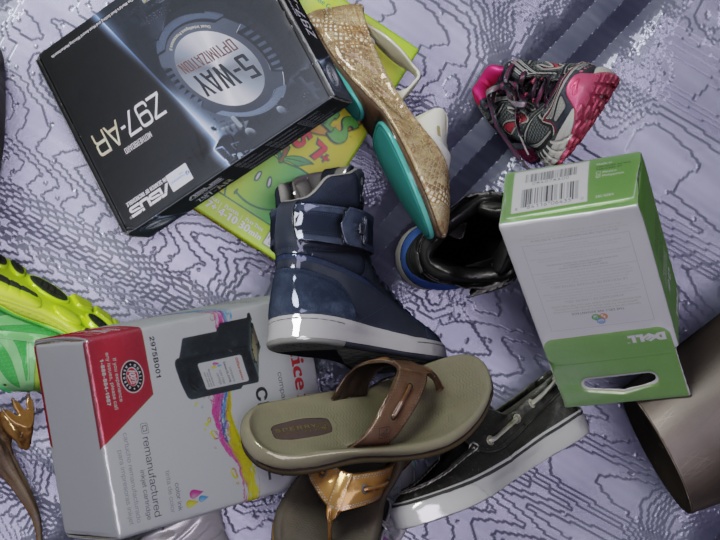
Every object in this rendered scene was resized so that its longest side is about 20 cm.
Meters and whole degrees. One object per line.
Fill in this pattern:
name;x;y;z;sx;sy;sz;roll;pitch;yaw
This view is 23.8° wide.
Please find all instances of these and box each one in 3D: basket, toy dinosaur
basket;0.319;0.095;1.357;0.199;0.136;0.182;-27;106;-3
toy dinosaur;-0.281;0.134;1.309;0.060;0.106;0.201;-39;91;-29

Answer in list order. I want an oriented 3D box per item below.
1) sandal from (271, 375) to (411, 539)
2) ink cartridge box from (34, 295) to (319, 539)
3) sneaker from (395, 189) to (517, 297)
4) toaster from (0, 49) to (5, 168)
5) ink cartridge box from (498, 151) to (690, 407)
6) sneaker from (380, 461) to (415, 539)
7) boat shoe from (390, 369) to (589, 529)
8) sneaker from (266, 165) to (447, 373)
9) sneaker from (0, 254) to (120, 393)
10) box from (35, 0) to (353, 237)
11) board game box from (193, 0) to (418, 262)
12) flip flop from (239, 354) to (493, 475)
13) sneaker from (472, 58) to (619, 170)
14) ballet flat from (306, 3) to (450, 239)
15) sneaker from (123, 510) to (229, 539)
sandal;-0.002;0.149;1.261;0.081;0.055;0.200;27;57;15
ink cartridge box;-0.128;0.104;1.273;0.199;0.082;0.147;-12;93;-39
sneaker;0.130;-0.031;1.339;0.198;0.111;0.078;-13;92;-8
toaster;-0.327;-0.098;1.268;0.112;0.129;0.202;6;90;-7
ink cartridge box;0.179;0.011;1.276;0.103;0.060;0.201;-8;132;19
sneaker;-0.005;0.227;1.306;0.077;0.140;0.202;24;88;-7
boat shoe;0.093;0.138;1.335;0.199;0.071;0.064;-26;92;-36
sneaker;0.001;0.000;1.308;0.076;0.202;0.148;-12;72;31
sneaker;-0.243;0.060;1.319;0.199;0.074;0.084;34;111;-10
box;-0.127;-0.143;1.285;0.199;0.043;0.161;-31;79;17
board game box;-0.050;-0.115;1.346;0.101;0.048;0.201;32;86;-6
flip flop;0.008;0.096;1.246;0.198;0.081;0.058;-9;131;-19
sneaker;0.133;-0.125;1.293;0.074;0.200;0.081;38;83;-8
ballet flat;0.027;-0.120;1.287;0.065;0.071;0.201;-30;83;-15
sneaker;-0.182;0.256;1.317;0.198;0.078;0.100;-25;98;-7
